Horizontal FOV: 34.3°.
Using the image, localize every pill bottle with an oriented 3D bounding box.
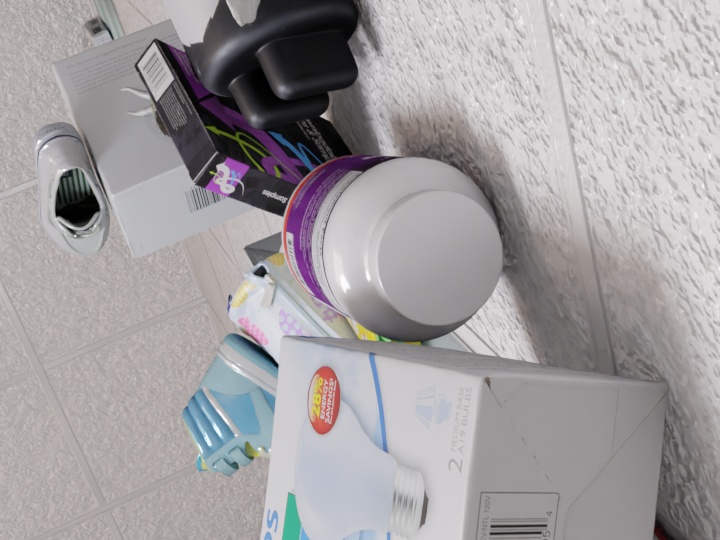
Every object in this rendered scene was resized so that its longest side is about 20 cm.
[{"bbox_3d":[0.020,-0.017,0.751,0.113,0.112,0.200,69,168,-12],"label":"pill bottle"}]

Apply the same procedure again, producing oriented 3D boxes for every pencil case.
[{"bbox_3d":[-0.033,0.071,1.101,0.200,0.083,0.091,42,147,17],"label":"pencil case"}]

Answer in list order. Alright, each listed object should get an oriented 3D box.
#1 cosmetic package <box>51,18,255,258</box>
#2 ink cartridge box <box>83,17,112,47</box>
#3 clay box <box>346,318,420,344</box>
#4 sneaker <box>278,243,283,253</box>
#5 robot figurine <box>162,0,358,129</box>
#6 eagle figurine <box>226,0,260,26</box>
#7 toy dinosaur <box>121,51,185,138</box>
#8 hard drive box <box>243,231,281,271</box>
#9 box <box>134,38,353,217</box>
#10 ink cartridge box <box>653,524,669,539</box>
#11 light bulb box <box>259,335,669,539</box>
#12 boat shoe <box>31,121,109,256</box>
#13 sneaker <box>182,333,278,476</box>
[{"bbox_3d":[-0.196,-0.154,1.251,0.123,0.198,0.201,86,158,-59],"label":"cosmetic package"},{"bbox_3d":[-0.613,-0.511,2.877,0.201,0.057,0.163,64,171,-30],"label":"ink cartridge box"},{"bbox_3d":[0.000,0.000,1.036,0.200,0.047,0.115,56,164,40],"label":"clay box"},{"bbox_3d":[-0.012,0.056,1.181,0.146,0.080,0.201,27,126,39],"label":"sneaker"},{"bbox_3d":[-0.080,-0.201,0.814,0.201,0.150,0.125,65,-168,9],"label":"robot figurine"},{"bbox_3d":[-0.082,-0.258,0.670,0.199,0.151,0.152,33,143,16],"label":"eagle figurine"},{"bbox_3d":[-0.133,-0.166,1.030,0.200,0.102,0.077,-26,86,64],"label":"toy dinosaur"},{"bbox_3d":[-0.062,0.073,1.387,0.201,0.076,0.156,81,162,-49],"label":"hard drive box"},{"bbox_3d":[-0.071,-0.096,0.917,0.199,0.036,0.143,20,-150,-46],"label":"box"},{"bbox_3d":[0.162,0.251,0.688,0.147,0.082,0.201,-126,18,-49],"label":"ink cartridge box"},{"bbox_3d":[0.042,0.142,0.622,0.200,0.124,0.200,3,86,58],"label":"light bulb box"},{"bbox_3d":[-0.301,-0.064,1.212,0.200,0.073,0.067,86,160,-57],"label":"boat shoe"},{"bbox_3d":[-0.085,0.168,1.140,0.200,0.131,0.080,38,-179,-3],"label":"sneaker"}]
